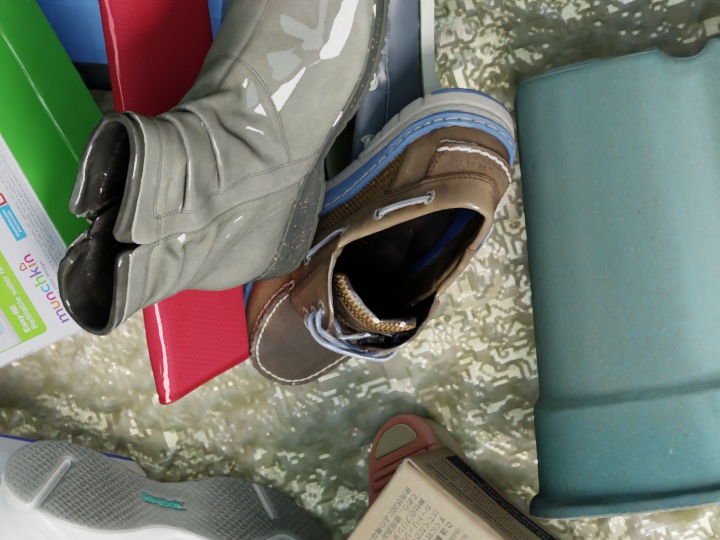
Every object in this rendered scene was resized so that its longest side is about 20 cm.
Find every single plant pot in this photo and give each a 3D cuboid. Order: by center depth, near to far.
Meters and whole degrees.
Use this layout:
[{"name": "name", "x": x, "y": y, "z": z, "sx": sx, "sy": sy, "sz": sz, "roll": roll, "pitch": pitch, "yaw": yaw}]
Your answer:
[{"name": "plant pot", "x": 0.156, "y": -0.002, "z": 1.252, "sx": 0.199, "sy": 0.200, "sz": 0.197, "roll": -11, "pitch": 90, "yaw": 6}]

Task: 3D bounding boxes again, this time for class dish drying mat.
[{"name": "dish drying mat", "x": -0.086, "y": -0.045, "z": 1.272, "sx": 0.018, "sy": 0.077, "sz": 0.201, "roll": 2, "pitch": 106, "yaw": 28}]

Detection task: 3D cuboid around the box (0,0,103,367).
[{"name": "box", "x": -0.217, "y": -0.046, "z": 1.281, "sx": 0.176, "sy": 0.097, "sz": 0.200, "roll": -25, "pitch": 102, "yaw": 26}]

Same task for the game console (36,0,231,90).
[{"name": "game console", "x": -0.133, "y": -0.168, "z": 1.281, "sx": 0.199, "sy": 0.171, "sz": 0.119, "roll": 4, "pitch": 73, "yaw": 3}]

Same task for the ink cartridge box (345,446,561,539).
[{"name": "ink cartridge box", "x": 0.035, "y": 0.209, "z": 1.271, "sx": 0.165, "sy": 0.075, "sz": 0.200, "roll": 39, "pitch": 102, "yaw": 13}]

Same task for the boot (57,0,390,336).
[{"name": "boot", "x": -0.061, "y": -0.068, "z": 1.190, "sx": 0.068, "sy": 0.130, "sz": 0.201, "roll": 28, "pitch": 116, "yaw": 30}]

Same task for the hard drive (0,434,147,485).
[{"name": "hard drive", "x": -0.211, "y": 0.134, "z": 1.309, "sx": 0.200, "sy": 0.025, "sz": 0.132, "roll": 14, "pitch": 109, "yaw": -39}]

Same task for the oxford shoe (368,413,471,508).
[{"name": "oxford shoe", "x": 0.065, "y": 0.160, "z": 1.348, "sx": 0.071, "sy": 0.074, "sz": 0.201, "roll": -26, "pitch": 83, "yaw": 47}]

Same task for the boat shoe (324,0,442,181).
[{"name": "boat shoe", "x": -0.007, "y": -0.118, "z": 1.271, "sx": 0.062, "sy": 0.075, "sz": 0.201, "roll": -24, "pitch": 128, "yaw": -20}]

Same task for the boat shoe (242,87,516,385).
[{"name": "boat shoe", "x": 0.000, "y": 0.000, "z": 1.275, "sx": 0.072, "sy": 0.073, "sz": 0.200, "roll": 21, "pitch": 135, "yaw": -18}]

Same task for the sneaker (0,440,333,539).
[{"name": "sneaker", "x": -0.093, "y": 0.141, "z": 1.331, "sx": 0.200, "sy": 0.071, "sz": 0.080, "roll": 17, "pitch": 123, "yaw": -25}]
